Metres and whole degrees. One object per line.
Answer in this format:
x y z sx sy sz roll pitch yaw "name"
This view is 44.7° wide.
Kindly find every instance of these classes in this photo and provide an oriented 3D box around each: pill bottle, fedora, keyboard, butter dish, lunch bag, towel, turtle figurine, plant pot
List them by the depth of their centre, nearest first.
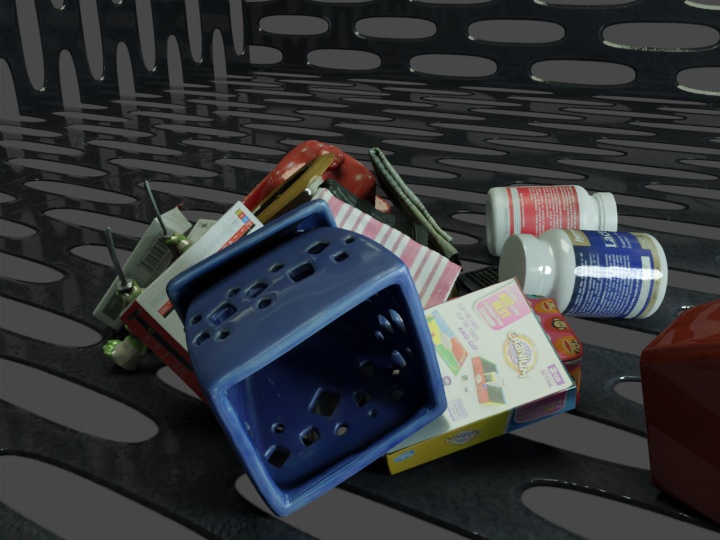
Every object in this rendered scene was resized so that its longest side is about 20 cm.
0.362 0.121 0.786 0.175 0.202 0.199 0 17 39 "plant pot"
-0.057 0.067 0.813 0.199 0.201 0.180 -30 44 -11 "plant pot"
0.005 0.006 1.006 0.199 0.030 0.147 29 65 -3 "towel"
0.155 0.092 1.017 0.174 0.083 0.200 -2 21 1 "lunch bag"
-0.262 0.011 1.080 0.199 0.195 0.145 22 28 -32 "turtle figurine"
0.290 0.004 1.156 0.197 0.117 0.116 2 19 -14 "pill bottle"
-0.091 -0.073 1.186 0.200 0.082 0.201 -40 12 10 "fedora"
0.234 0.029 1.268 0.126 0.021 0.200 -9 22 -16 "keyboard"
0.087 -0.083 1.283 0.034 0.201 0.193 -36 -11 0 "towel"
-0.059 -0.126 1.332 0.199 0.149 0.200 30 49 9 "butter dish"
0.307 -0.081 1.424 0.197 0.114 0.112 -1 20 2 "pill bottle"

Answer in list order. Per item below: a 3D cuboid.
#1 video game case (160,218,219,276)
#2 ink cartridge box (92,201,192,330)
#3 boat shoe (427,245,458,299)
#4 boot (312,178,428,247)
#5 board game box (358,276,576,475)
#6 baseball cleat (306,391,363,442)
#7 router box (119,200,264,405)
-0.184 0.010 1.226 0.179 0.036 0.201 8 43 14 "video game case"
-0.296 -0.012 1.253 0.057 0.163 0.200 35 9 -2 "ink cartridge box"
0.078 0.002 1.277 0.065 0.073 0.201 -16 21 -12 "boat shoe"
-0.001 0.001 1.064 0.157 0.079 0.213 24 48 -24 "boot"
0.098 0.104 0.898 0.198 0.041 0.154 -18 49 -4 "board game box"
-0.014 0.125 0.965 0.105 0.071 0.200 -3 21 0 "baseball cleat"
-0.137 0.047 0.979 0.049 0.180 0.200 -36 10 45 "router box"
